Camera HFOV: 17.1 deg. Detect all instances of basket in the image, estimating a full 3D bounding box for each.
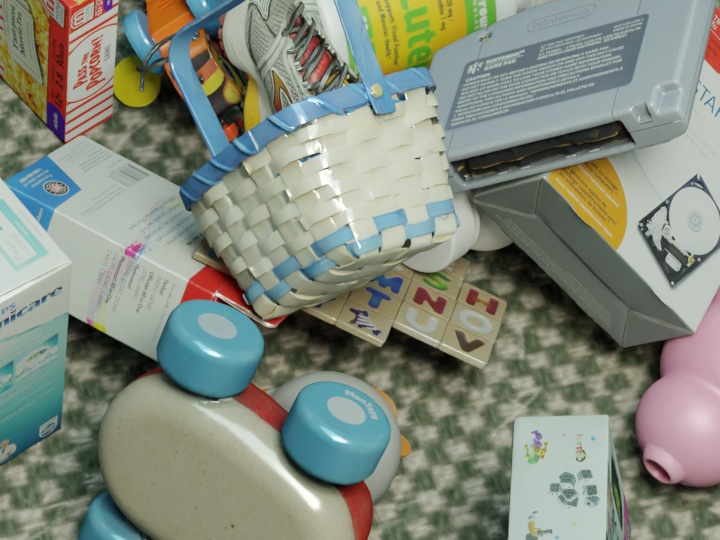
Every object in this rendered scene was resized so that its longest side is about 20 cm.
[{"bbox_3d":[-0.038,-0.084,1.474,0.139,0.176,0.201,-22,87,-38],"label":"basket"}]

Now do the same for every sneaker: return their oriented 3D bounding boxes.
[{"bbox_3d":[-0.036,-0.139,1.603,0.082,0.200,0.078,24,59,28],"label":"sneaker"}]

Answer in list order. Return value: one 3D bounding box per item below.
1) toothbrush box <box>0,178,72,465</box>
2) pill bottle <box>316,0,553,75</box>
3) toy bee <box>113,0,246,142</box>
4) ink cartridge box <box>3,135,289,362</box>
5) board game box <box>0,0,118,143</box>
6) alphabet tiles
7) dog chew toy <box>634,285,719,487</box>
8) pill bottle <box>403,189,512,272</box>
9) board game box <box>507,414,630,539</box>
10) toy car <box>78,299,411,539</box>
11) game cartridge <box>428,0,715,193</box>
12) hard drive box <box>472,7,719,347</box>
[{"bbox_3d":[-0.255,0.018,1.475,0.085,0.200,0.146,-32,66,-25],"label":"toothbrush box"},{"bbox_3d":[0.042,-0.198,1.714,0.199,0.111,0.111,-20,62,-20],"label":"pill bottle"},{"bbox_3d":[-0.118,-0.143,1.667,0.131,0.109,0.200,-19,31,30],"label":"toy bee"},{"bbox_3d":[-0.132,-0.003,1.559,0.200,0.067,0.116,28,26,10],"label":"ink cartridge box"},{"bbox_3d":[-0.245,-0.205,1.653,0.046,0.152,0.200,-34,67,-26],"label":"board game box"},{"bbox_3d":[0.000,0.000,1.582,0.199,0.008,0.167,25,26,0],"label":"alphabet tiles"},{"bbox_3d":[0.255,0.062,1.576,0.124,0.125,0.200,38,67,16],"label":"dog chew toy"},{"bbox_3d":[0.096,-0.082,1.635,0.111,0.111,0.200,41,54,18],"label":"pill bottle"},{"bbox_3d":[0.126,0.209,1.432,0.064,0.148,0.201,-3,57,12],"label":"board game box"},{"bbox_3d":[-0.049,0.108,1.495,0.177,0.185,0.200,32,29,14],"label":"toy car"},{"bbox_3d":[0.126,-0.119,1.509,0.199,0.042,0.133,-12,37,33],"label":"game cartridge"},{"bbox_3d":[0.188,-0.077,1.583,0.156,0.077,0.200,43,60,-21],"label":"hard drive box"}]
